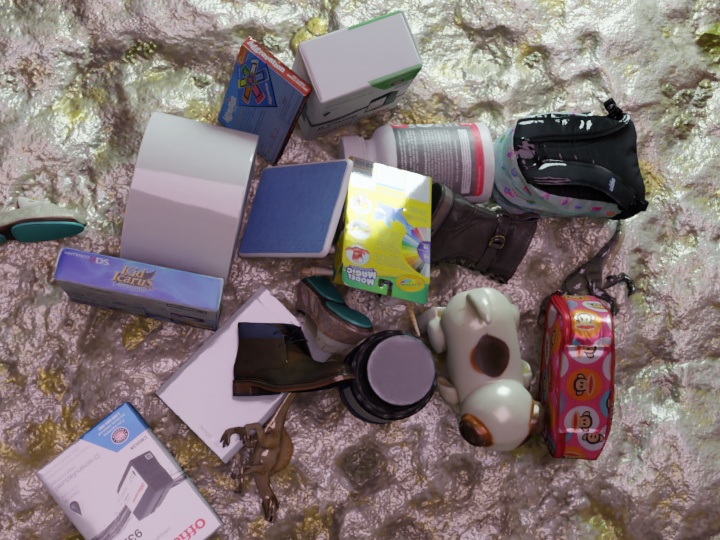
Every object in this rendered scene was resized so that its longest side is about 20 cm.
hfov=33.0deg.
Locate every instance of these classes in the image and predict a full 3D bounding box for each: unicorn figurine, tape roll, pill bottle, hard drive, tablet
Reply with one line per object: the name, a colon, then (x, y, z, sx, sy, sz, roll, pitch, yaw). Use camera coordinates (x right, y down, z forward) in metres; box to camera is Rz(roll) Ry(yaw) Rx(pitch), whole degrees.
unicorn figurine: (0.000, 0.000, 1.565, 0.137, 0.200, 0.074, 10, 110, -14)
tape roll: (-0.216, -0.089, 1.548, 0.138, 0.203, 0.204, 12, 79, -5)
pill bottle: (0.036, 0.135, 1.538, 0.111, 0.200, 0.113, 1, 80, -8)
pill bottle: (0.073, -0.141, 1.639, 0.199, 0.111, 0.111, -2, 80, -8)
hard drive: (-0.154, 0.136, 1.604, 0.132, 0.026, 0.200, 44, 77, 2)
tablet: (-0.086, -0.078, 1.576, 0.014, 0.199, 0.131, 24, 76, -36)

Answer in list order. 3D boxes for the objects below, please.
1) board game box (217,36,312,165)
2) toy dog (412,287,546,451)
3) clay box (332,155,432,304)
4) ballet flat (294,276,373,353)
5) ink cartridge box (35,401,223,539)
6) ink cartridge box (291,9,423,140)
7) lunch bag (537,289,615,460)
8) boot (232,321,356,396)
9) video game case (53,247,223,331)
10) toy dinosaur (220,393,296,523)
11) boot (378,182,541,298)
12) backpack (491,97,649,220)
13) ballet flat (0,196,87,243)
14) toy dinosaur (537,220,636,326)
board game box: (-0.128, -0.216, 1.583, 0.103, 0.200, 0.019, 38, 64, 1)
toy dog: (0.171, 0.132, 1.566, 0.139, 0.194, 0.201, -8, 72, -18)
clay box: (0.028, -0.042, 1.511, 0.114, 0.048, 0.201, 14, 53, -13)
ballet flat: (-0.037, 0.067, 1.557, 0.068, 0.200, 0.068, 18, 101, -22)
ink cartridge box: (-0.287, 0.288, 1.531, 0.145, 0.084, 0.200, -38, 87, -12)
ink cartridge box: (-0.012, -0.254, 1.604, 0.145, 0.200, 0.084, -21, 86, -10)
lunch bag: (0.277, 0.132, 1.583, 0.081, 0.176, 0.201, 3, 102, 1)
boot: (-0.090, 0.104, 1.515, 0.075, 0.199, 0.098, 3, 81, -50)
video game case: (-0.273, 0.025, 1.530, 0.199, 0.181, 0.046, 12, 78, -5)
toy dinosaur: (-0.123, 0.220, 1.572, 0.101, 0.058, 0.201, 14, 90, -40)
boot: (0.133, -0.017, 1.635, 0.173, 0.069, 0.200, 21, 118, -27)
backpack: (0.275, -0.139, 1.650, 0.199, 0.127, 0.168, 0, 67, -22)
ballet flat: (-0.459, -0.067, 1.585, 0.199, 0.067, 0.063, -10, 72, -9)
toy dinosaur: (0.331, 0.017, 1.678, 0.088, 0.047, 0.200, 42, 74, 8)
